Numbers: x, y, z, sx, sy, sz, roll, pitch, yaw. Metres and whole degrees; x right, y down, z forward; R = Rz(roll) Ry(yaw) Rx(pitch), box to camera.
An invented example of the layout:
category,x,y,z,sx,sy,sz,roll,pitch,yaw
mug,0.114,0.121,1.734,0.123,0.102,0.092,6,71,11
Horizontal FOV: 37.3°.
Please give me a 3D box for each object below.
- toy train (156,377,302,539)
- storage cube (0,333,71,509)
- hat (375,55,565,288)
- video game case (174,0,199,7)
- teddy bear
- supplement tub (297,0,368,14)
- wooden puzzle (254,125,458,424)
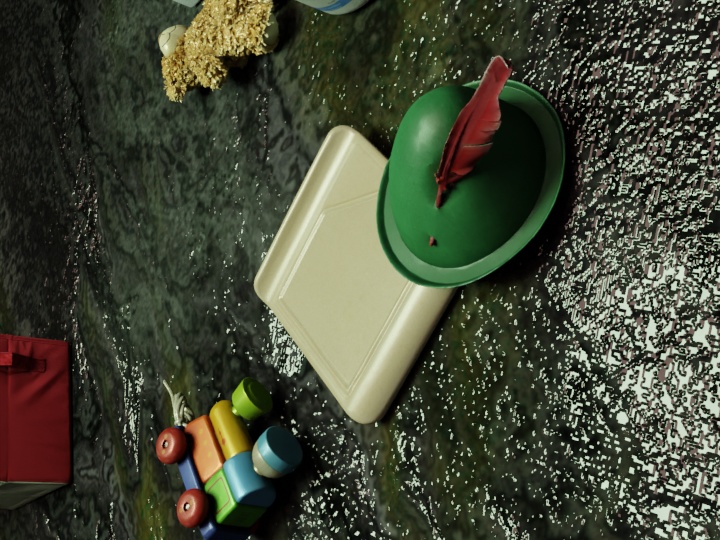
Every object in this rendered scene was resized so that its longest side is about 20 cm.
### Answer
category,x,y,z,sx,sy,sz,roll,pitch,yaw
toy train,-0.130,0.142,1.005,0.116,0.084,0.201,-45,49,20
storage cube,-0.473,0.190,1.324,0.199,0.169,0.183,-26,62,43
hat,0.041,-0.099,0.756,0.199,0.175,0.167,-37,53,23
video game case,-0.167,-0.435,1.206,0.180,0.045,0.203,-31,59,40
teddy bear,-0.152,-0.255,1.129,0.198,0.066,0.148,4,82,49
supplement tub,-0.073,-0.319,0.947,0.131,0.198,0.134,-14,70,46
wooden puzzle,0.000,0.000,0.918,0.200,0.037,0.187,45,115,40
